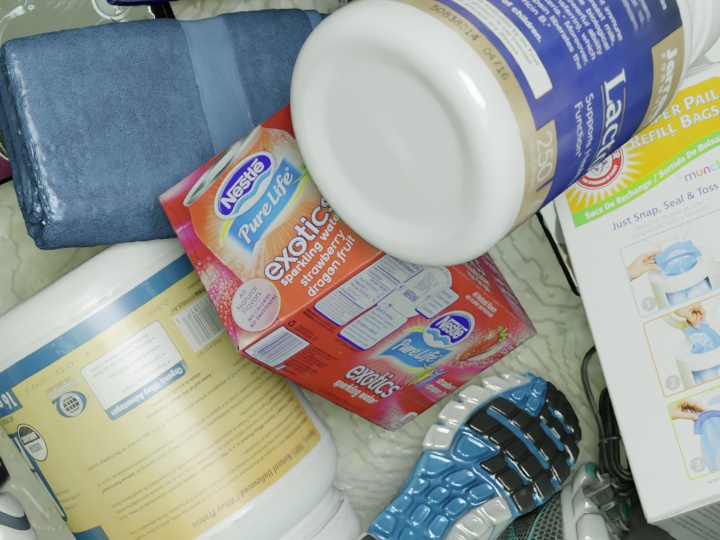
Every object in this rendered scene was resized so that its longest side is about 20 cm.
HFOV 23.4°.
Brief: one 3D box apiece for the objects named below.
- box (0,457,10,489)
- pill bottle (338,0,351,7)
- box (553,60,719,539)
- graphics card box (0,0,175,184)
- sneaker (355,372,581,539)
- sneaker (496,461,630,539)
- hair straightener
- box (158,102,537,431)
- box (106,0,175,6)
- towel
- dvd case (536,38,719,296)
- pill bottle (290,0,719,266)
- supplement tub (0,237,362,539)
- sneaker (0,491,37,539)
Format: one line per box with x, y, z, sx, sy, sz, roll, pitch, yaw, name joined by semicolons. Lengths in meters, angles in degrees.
-0.309;0.064;1.002;0.142;0.036;0.201;-24;96;11;box
0.039;-0.168;0.877;0.110;0.111;0.201;-10;95;8;pill bottle
0.170;0.020;0.837;0.101;0.112;0.201;-22;65;19;box
-0.199;-0.114;0.949;0.199;0.051;0.126;-21;97;8;graphics card box
0.041;0.135;0.939;0.075;0.087;0.200;42;63;7;sneaker
0.101;0.191;0.911;0.091;0.200;0.078;-29;112;23;sneaker
0.148;0.111;0.901;0.041;0.077;0.201;-19;56;31;hair straightener
0.000;0.000;0.867;0.100;0.200;0.096;-34;65;11;box
-0.071;-0.229;0.820;0.104;0.200;0.185;-10;93;-16;box
-0.086;-0.073;0.888;0.199;0.048;0.112;-9;82;-33;towel
0.175;-0.090;0.930;0.199;0.018;0.143;-25;96;10;dvd case
0.073;-0.095;0.757;0.115;0.200;0.116;26;134;30;pill bottle
-0.102;0.085;0.928;0.144;0.145;0.200;-31;95;11;supplement tub
-0.260;0.226;1.003;0.199;0.079;0.130;-26;88;0;sneaker
